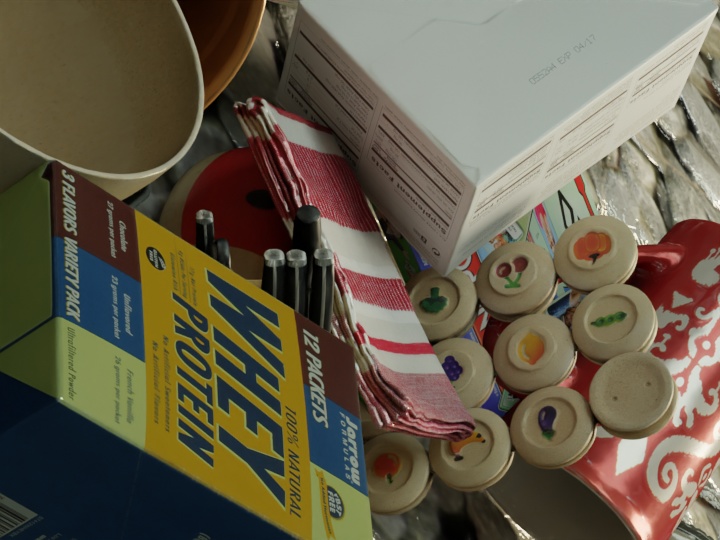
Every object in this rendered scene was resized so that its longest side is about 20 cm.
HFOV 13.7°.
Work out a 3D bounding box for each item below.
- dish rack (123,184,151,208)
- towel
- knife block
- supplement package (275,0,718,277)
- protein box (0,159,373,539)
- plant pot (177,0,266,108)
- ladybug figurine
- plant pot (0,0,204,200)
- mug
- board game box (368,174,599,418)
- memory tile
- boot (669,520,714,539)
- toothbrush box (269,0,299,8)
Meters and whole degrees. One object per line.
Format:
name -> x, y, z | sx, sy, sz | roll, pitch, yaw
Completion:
dish rack -> -0.210, -0.089, 1.571 | 0.200, 0.054, 0.153 | 55, 28, -5
towel -> 0.000, 0.000, 1.662 | 0.201, 0.023, 0.144 | 65, 14, 13
knife block -> -0.040, 0.048, 1.575 | 0.200, 0.175, 0.064 | 33, 38, -38
supplement package -> 0.078, -0.127, 1.761 | 0.200, 0.111, 0.156 | -36, 72, -25
protein box -> -0.134, 0.090, 1.362 | 0.200, 0.198, 0.135 | 33, 37, -38
plant pot -> -0.146, -0.176, 1.529 | 0.200, 0.200, 0.140 | 47, 14, -19
ladybug figurine -> -0.050, -0.007, 1.723 | 0.136, 0.072, 0.200 | 46, 30, -20
plant pot -> -0.192, -0.090, 1.396 | 0.200, 0.134, 0.201 | 33, 36, -28
mug -> 0.174, 0.063, 1.820 | 0.200, 0.133, 0.178 | -49, 144, -21
board game box -> 0.089, -0.012, 1.854 | 0.134, 0.029, 0.201 | -36, 115, -26
memory tile -> 0.077, 0.054, 1.738 | 0.017, 0.199, 0.154 | 57, 18, -55
boot -> 0.215, 0.256, 1.890 | 0.200, 0.068, 0.131 | 51, 35, -9
toothbrush box -> -0.028, -0.213, 1.865 | 0.200, 0.145, 0.087 | 8, 89, -54
